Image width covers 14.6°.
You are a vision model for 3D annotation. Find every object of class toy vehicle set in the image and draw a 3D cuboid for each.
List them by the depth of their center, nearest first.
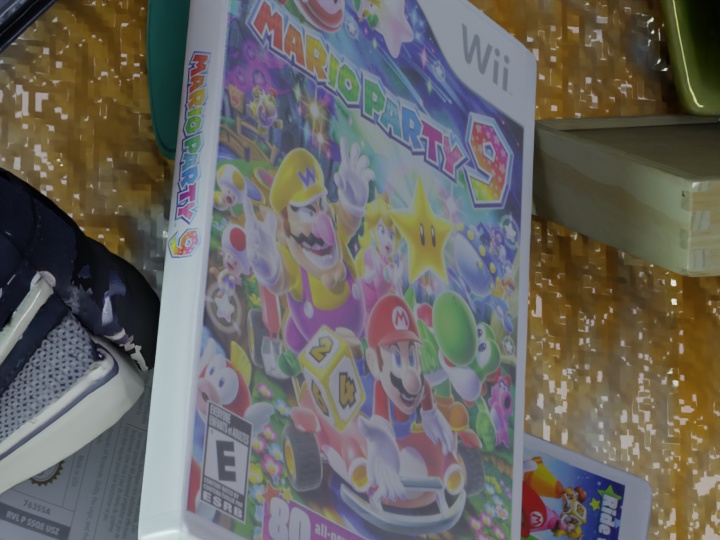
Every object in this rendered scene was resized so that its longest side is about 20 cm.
[{"bbox_3d":[0.160,-0.027,0.827,0.199,0.124,0.027,-3,101,-18],"label":"toy vehicle set"}]

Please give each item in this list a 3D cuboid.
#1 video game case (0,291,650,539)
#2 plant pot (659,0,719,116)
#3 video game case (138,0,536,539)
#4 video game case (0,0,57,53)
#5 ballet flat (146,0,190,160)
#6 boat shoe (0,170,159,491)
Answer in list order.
[{"bbox_3d":[-0.017,0.091,0.776,0.199,0.018,0.144,22,58,-16],"label":"video game case"},{"bbox_3d":[0.183,-0.146,0.828,0.199,0.181,0.200,-6,82,-19],"label":"plant pot"},{"bbox_3d":[0.000,0.000,0.755,0.143,0.018,0.201,32,52,-45],"label":"video game case"},{"bbox_3d":[-0.155,-0.098,0.772,0.143,0.019,0.200,38,71,17],"label":"video game case"},{"bbox_3d":[-0.023,-0.123,0.829,0.072,0.068,0.201,7,73,-35],"label":"ballet flat"},{"bbox_3d":[-0.153,0.042,0.697,0.200,0.075,0.093,-39,137,1],"label":"boat shoe"}]
